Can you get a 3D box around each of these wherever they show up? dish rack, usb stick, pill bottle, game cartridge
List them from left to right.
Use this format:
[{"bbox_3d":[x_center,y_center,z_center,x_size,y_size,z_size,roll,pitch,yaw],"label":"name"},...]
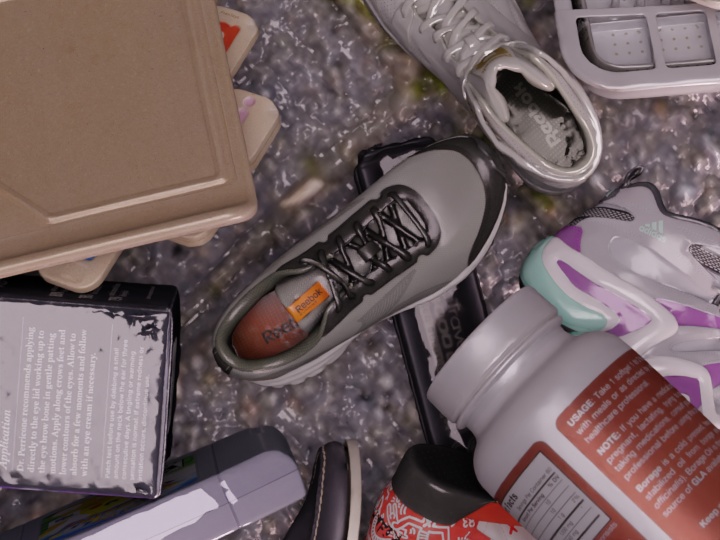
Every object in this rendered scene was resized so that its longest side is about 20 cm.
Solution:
[{"bbox_3d":[-0.128,0.141,1.537,0.199,0.133,0.041,-23,99,-3],"label":"game cartridge"},{"bbox_3d":[0.045,0.022,1.597,0.055,0.033,0.201,-15,91,-6],"label":"usb stick"},{"bbox_3d":[0.135,0.106,1.504,0.200,0.112,0.112,44,88,11],"label":"pill bottle"},{"bbox_3d":[0.186,-0.178,1.565,0.170,0.044,0.201,-5,60,-2],"label":"dish rack"}]

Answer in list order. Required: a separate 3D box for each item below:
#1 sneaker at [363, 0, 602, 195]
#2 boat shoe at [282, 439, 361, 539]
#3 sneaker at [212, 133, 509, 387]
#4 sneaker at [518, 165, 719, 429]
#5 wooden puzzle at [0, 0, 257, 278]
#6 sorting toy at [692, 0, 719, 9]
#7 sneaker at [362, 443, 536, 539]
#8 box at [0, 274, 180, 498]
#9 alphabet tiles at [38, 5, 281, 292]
[{"bbox_3d":[0.068,-0.129,1.557,0.074,0.116,0.200,-42,91,0],"label":"sneaker"},{"bbox_3d":[-0.044,0.189,1.573,0.062,0.073,0.201,13,94,-6],"label":"boat shoe"},{"bbox_3d":[0.000,0.000,1.546,0.200,0.079,0.074,-39,84,14],"label":"sneaker"},{"bbox_3d":[0.201,0.028,1.582,0.140,0.078,0.200,-43,93,-1],"label":"sneaker"},{"bbox_3d":[-0.159,-0.086,1.490,0.184,0.037,0.201,-13,61,0],"label":"wooden puzzle"},{"bbox_3d":[0.160,-0.273,1.511,0.179,0.107,0.201,24,127,28],"label":"sorting toy"},{"bbox_3d":[0.091,0.174,1.588,0.200,0.067,0.108,19,115,-20],"label":"sneaker"},{"bbox_3d":[-0.201,0.057,1.525,0.199,0.148,0.105,4,94,-2],"label":"box"},{"bbox_3d":[-0.149,-0.078,1.538,0.199,0.015,0.196,18,62,23],"label":"alphabet tiles"}]
